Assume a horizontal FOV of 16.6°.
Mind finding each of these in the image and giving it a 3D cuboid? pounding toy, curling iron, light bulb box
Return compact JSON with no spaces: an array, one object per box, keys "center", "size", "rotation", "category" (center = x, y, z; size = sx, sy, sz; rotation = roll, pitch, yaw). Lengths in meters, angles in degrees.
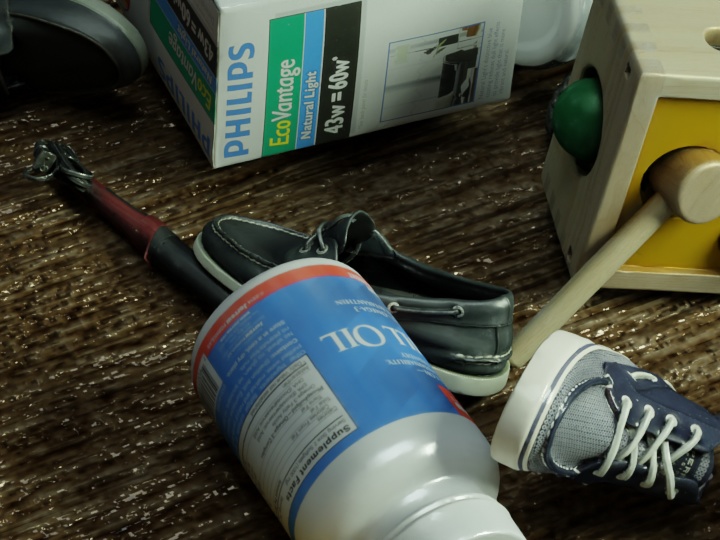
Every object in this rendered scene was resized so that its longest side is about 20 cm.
[{"center":[0.183,-0.054,1.408],"size":[0.200,0.184,0.142],"rotation":[2,41,-13],"category":"pounding toy"},{"center":[-0.126,-0.017,1.435],"size":[0.200,0.026,0.050],"rotation":[39,16,26],"category":"curling iron"},{"center":[-0.031,-0.186,1.512],"size":[0.200,0.125,0.198],"rotation":[-14,47,-19],"category":"light bulb box"}]

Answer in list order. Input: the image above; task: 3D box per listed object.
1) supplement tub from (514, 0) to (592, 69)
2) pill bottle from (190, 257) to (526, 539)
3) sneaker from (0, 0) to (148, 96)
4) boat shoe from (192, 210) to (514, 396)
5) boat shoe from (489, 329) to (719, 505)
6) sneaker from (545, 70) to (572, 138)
[{"center":[0.164,-0.212,1.587],"size":[0.200,0.123,0.123],"rotation":[-25,51,-37],"category":"supplement tub"},{"center":[0.003,0.095,1.271],"size":[0.112,0.112,0.200],"rotation":[-19,49,-23],"category":"pill bottle"},{"center":[-0.235,-0.121,1.515],"size":[0.200,0.075,0.106],"rotation":[10,48,19],"category":"sneaker"},{"center":[-0.001,0.001,1.390],"size":[0.199,0.066,0.074],"rotation":[28,29,22],"category":"boat shoe"},{"center":[0.136,0.081,1.268],"size":[0.093,0.075,0.200],"rotation":[27,11,17],"category":"boat shoe"},{"center":[0.212,-0.098,1.518],"size":[0.200,0.085,0.078],"rotation":[-7,41,11],"category":"sneaker"}]
